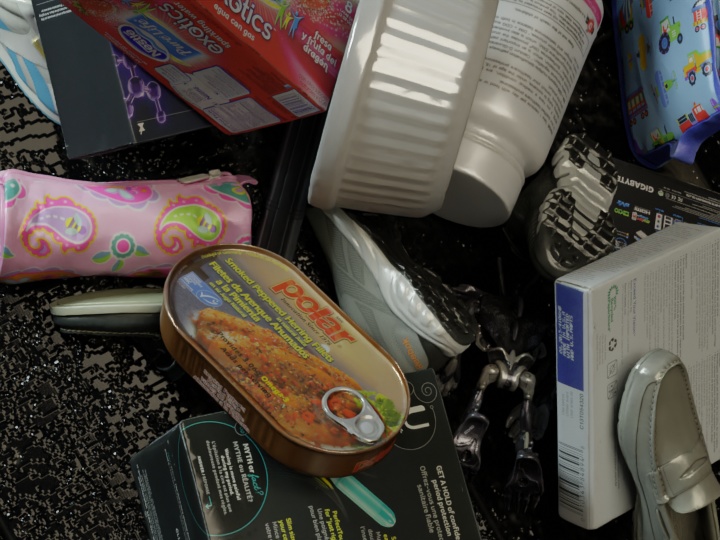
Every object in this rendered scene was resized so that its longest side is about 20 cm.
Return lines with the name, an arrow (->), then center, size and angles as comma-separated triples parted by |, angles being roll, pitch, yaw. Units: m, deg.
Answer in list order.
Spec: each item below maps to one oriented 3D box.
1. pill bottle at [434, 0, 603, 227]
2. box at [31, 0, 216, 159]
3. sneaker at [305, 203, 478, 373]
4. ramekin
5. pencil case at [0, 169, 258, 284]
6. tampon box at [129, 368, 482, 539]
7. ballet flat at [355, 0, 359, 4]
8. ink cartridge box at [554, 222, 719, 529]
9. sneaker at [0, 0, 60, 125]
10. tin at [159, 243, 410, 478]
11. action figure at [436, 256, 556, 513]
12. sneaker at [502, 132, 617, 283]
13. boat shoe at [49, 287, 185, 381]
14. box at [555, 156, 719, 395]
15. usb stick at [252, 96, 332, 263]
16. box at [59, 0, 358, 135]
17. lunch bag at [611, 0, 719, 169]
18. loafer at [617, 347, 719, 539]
pill bottle -> 0.107, -0.142, 1.627 | 0.113, 0.113, 0.200 | 29, 67, -14
box -> -0.132, -0.169, 1.503 | 0.200, 0.079, 0.141 | -19, 100, -48
sneaker -> 0.000, 0.000, 1.555 | 0.200, 0.079, 0.074 | 53, 24, 23
ramekin -> 0.033, -0.129, 1.474 | 0.094, 0.202, 0.203 | 16, 70, 1
pencil case -> -0.173, -0.032, 1.493 | 0.200, 0.087, 0.088 | -1, 77, -21
tampon box -> -0.038, 0.170, 1.475 | 0.200, 0.126, 0.150 | -10, 79, -25
ballet flat -> 0.027, -0.224, 1.652 | 0.065, 0.071, 0.200 | 11, 67, 9
ink cartridge box -> 0.225, 0.070, 1.567 | 0.200, 0.043, 0.197 | -22, 119, -40
sneaker -> -0.222, -0.174, 1.515 | 0.200, 0.081, 0.077 | 43, 63, -9
tin -> -0.053, 0.061, 1.424 | 0.112, 0.042, 0.200 | -31, 63, -33
action figure -> 0.102, 0.085, 1.577 | 0.119, 0.102, 0.200 | 20, 43, -8
sneaker -> 0.149, -0.029, 1.593 | 0.066, 0.091, 0.200 | 37, 28, -9
boat shoe -> -0.126, 0.047, 1.505 | 0.199, 0.074, 0.066 | -2, 100, -24
box -> 0.262, 0.030, 1.683 | 0.200, 0.050, 0.199 | 17, 71, -19
usb stick -> -0.044, -0.088, 1.520 | 0.033, 0.055, 0.200 | 15, 101, 1
box -> -0.108, -0.188, 1.400 | 0.200, 0.100, 0.096 | 38, 56, -36
lunch bag -> 0.266, -0.183, 1.684 | 0.094, 0.151, 0.200 | 14, 71, -19
loafer -> 0.234, 0.149, 1.524 | 0.070, 0.070, 0.200 | -34, 126, -33
